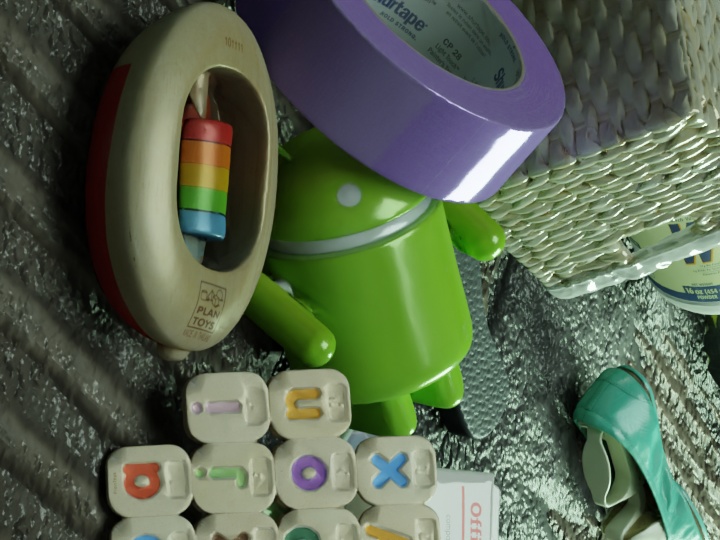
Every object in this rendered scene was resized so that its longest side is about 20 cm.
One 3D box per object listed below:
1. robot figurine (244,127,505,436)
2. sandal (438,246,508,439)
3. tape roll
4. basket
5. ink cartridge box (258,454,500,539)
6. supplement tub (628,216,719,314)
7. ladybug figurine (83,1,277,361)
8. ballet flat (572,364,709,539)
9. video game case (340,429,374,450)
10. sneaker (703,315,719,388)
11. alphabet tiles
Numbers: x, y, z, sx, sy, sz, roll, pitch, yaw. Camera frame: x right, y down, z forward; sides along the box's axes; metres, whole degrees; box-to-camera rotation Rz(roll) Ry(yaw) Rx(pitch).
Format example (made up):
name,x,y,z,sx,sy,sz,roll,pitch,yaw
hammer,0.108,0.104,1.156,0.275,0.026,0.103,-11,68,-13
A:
name,x,y,z,sx,sy,sz,roll,pitch,yaw
robot figurine,0.000,0.000,1.710,0.175,0.116,0.200,-30,117,-33
sandal,0.049,0.030,1.869,0.076,0.043,0.200,-46,136,-38
tape roll,0.025,-0.133,1.687,0.200,0.066,0.200,32,28,-20
basket,0.165,-0.116,1.864,0.161,0.198,0.200,31,46,-49
ink cartridge box,0.013,0.174,1.695,0.200,0.067,0.117,6,81,-29
supplement tub,0.247,-0.082,2.077,0.200,0.145,0.145,60,43,-39
ladybug figurine,-0.105,-0.050,1.584,0.136,0.072,0.200,21,73,-55
ballet flat,0.199,0.161,2.094,0.070,0.067,0.200,-39,126,-22
video game case,0.005,0.199,1.809,0.182,0.023,0.200,-58,136,-40
sneaker,0.319,-0.002,2.241,0.084,0.074,0.200,-4,104,-30
alphabet tiles,-0.047,0.157,1.616,0.195,0.015,0.200,-2,83,-18
